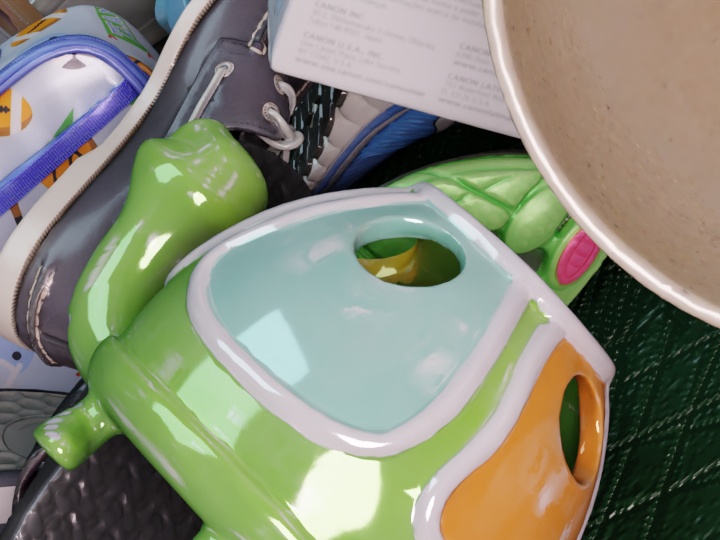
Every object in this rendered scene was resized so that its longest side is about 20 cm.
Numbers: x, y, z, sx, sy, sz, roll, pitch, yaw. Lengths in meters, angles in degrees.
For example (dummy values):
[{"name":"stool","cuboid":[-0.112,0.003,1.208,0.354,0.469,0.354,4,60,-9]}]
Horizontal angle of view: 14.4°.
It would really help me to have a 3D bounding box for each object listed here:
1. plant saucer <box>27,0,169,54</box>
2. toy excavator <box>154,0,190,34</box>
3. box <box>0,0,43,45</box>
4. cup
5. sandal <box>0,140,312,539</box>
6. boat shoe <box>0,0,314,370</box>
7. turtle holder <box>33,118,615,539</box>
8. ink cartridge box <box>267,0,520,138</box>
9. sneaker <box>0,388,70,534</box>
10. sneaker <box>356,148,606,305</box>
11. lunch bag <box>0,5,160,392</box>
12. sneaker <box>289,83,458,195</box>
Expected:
[{"name":"plant saucer","cuboid":[-0.143,-0.098,1.406,0.200,0.050,0.200,-45,-1,-1]},{"name":"toy excavator","cuboid":[-0.045,-0.134,1.304,0.200,0.100,0.195,-33,22,48]},{"name":"box","cuboid":[-0.169,-0.025,1.231,0.106,0.152,0.200,-36,24,18]},{"name":"cup","cuboid":[0.147,-0.091,0.784,0.200,0.201,0.143,-34,3,24]},{"name":"sandal","cuboid":[-0.069,0.054,0.913,0.048,0.075,0.201,-10,52,55]},{"name":"boat shoe","cuboid":[-0.047,-0.042,1.005,0.063,0.073,0.200,26,67,29]},{"name":"turtle holder","cuboid":[-0.007,0.041,0.836,0.132,0.141,0.185,-46,27,-2]},{"name":"ink cartridge box","cuboid":[0.075,-0.134,0.885,0.047,0.159,0.201,-95,23,-58]},{"name":"sneaker","cuboid":[-0.144,0.123,0.956,0.202,0.147,0.077,-10,24,-32]},{"name":"sneaker","cuboid":[0.000,0.000,0.991,0.199,0.077,0.084,-23,27,31]},{"name":"lunch bag","cuboid":[-0.134,0.003,1.093,0.200,0.160,0.076,-39,20,10]},{"name":"sneaker","cuboid":[0.031,-0.075,1.088,0.200,0.089,0.079,143,134,-62]}]
